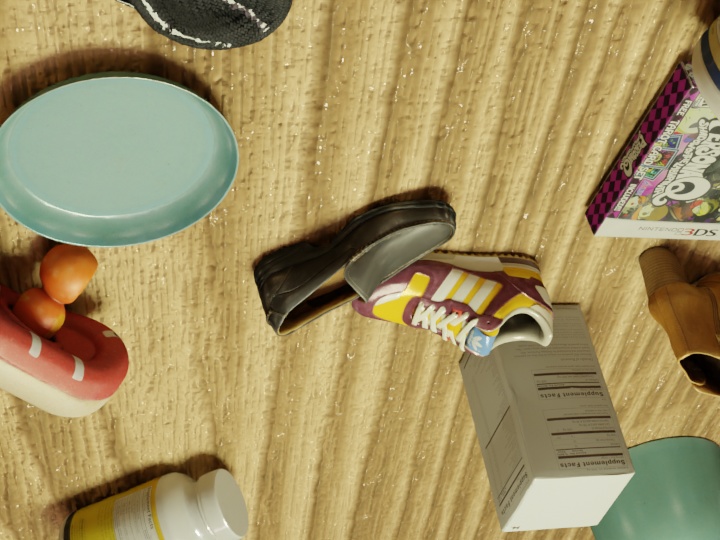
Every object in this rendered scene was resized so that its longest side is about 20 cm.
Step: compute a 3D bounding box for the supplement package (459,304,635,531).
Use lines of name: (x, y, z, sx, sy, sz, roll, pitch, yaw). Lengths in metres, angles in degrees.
supplement package: (0.185, 0.149, 1.362, 0.108, 0.202, 0.114, -1, 144, -16)

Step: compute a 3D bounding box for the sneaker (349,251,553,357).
sneaker: (0.090, 0.037, 1.274, 0.198, 0.091, 0.075, -4, 144, -13)

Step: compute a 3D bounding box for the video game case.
video game case: (0.323, -0.102, 1.207, 0.179, 0.036, 0.201, 1, 142, -21)

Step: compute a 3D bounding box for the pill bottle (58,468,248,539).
pill bottle: (-0.231, 0.295, 1.506, 0.198, 0.113, 0.112, -22, 144, 13)

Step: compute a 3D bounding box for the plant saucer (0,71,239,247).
plant saucer: (-0.197, -0.091, 1.065, 0.198, 0.028, 0.201, -9, 145, -6)

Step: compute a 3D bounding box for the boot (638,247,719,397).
boot: (0.359, 0.067, 1.355, 0.200, 0.145, 0.071, 22, 133, -39)

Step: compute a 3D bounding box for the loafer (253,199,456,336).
loafer: (0.000, 0.000, 1.211, 0.198, 0.073, 0.073, -25, 142, 15)

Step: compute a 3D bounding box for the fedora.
fedora: (-0.106, -0.210, 0.872, 0.198, 0.092, 0.201, -9, 144, -7)

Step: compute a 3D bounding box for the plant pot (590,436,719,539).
plant pot: (0.397, 0.336, 1.718, 0.198, 0.162, 0.201, -9, 145, -6)

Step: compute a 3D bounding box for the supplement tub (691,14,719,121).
supplement tub: (0.364, -0.189, 1.008, 0.143, 0.146, 0.200, 10, 139, -29)

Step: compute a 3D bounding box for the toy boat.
toy boat: (-0.274, 0.035, 1.154, 0.131, 0.130, 0.200, -50, 138, 1)
